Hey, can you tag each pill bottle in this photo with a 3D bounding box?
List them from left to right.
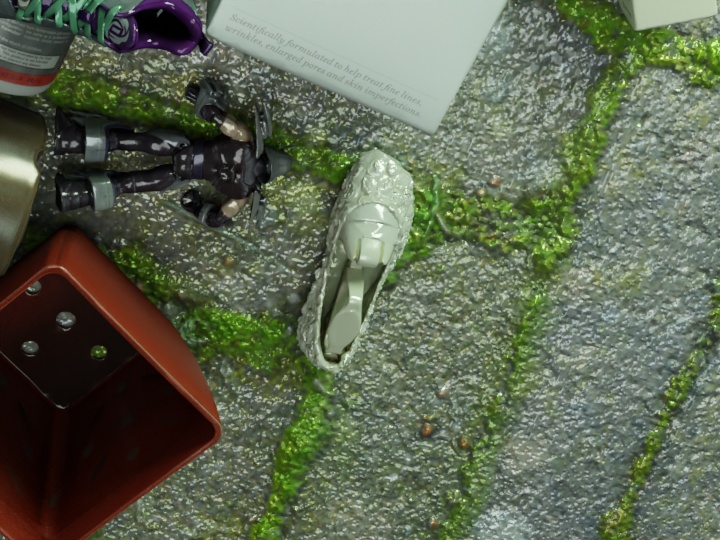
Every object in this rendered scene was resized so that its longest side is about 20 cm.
[{"bbox_3d":[-0.247,-0.243,1.519,0.116,0.116,0.200,25,113,-14],"label":"pill bottle"}]

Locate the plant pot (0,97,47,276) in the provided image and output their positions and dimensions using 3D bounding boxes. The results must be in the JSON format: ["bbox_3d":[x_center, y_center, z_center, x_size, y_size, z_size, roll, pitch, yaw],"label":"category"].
[{"bbox_3d":[-0.359,-0.080,1.559,0.198,0.200,0.201,18,114,-19],"label":"plant pot"}]

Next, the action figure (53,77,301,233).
[{"bbox_3d":[-0.147,-0.091,1.629,0.199,0.069,0.130,0,109,-8],"label":"action figure"}]

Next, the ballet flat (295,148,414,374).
[{"bbox_3d":[0.000,0.000,1.681,0.072,0.072,0.200,13,114,-10],"label":"ballet flat"}]

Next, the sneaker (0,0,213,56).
[{"bbox_3d":[-0.201,-0.197,1.440,0.200,0.088,0.075,4,122,-29],"label":"sneaker"}]

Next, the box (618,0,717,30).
[{"bbox_3d":[0.223,-0.293,1.542,0.068,0.082,0.200,-11,115,1],"label":"box"}]

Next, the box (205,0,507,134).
[{"bbox_3d":[0.009,-0.244,1.525,0.199,0.131,0.200,23,112,-13],"label":"box"}]

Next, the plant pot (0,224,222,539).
[{"bbox_3d":[-0.248,0.079,1.643,0.200,0.176,0.200,-37,113,14],"label":"plant pot"}]
